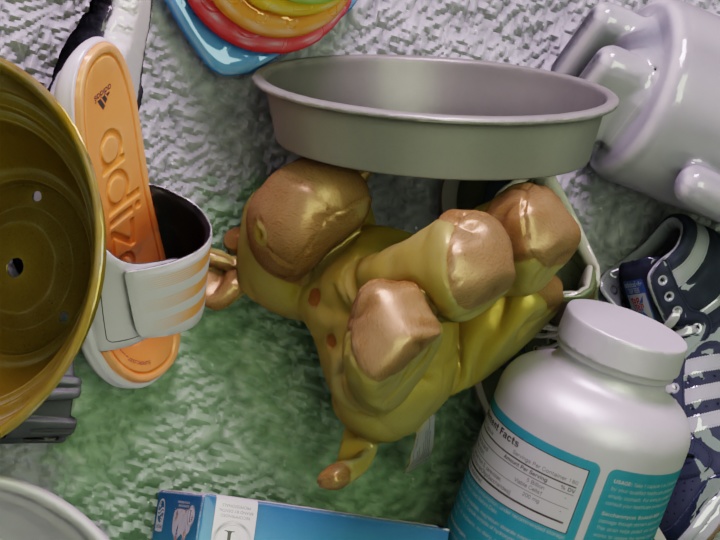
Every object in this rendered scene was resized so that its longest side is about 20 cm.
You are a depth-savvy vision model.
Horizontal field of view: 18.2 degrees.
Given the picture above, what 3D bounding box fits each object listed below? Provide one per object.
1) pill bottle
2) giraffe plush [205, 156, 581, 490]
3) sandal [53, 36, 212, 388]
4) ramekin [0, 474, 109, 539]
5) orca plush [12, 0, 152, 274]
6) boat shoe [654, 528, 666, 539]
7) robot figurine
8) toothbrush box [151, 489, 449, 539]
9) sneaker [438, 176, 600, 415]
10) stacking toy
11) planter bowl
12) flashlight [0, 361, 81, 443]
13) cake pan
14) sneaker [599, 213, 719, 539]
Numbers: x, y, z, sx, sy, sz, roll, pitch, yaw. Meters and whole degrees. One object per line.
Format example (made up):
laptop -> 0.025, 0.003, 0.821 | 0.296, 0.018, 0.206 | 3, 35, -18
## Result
pill bottle -> 0.113, 0.120, 1.234 | 0.111, 0.111, 0.200 | 14, 106, -19
giraffe plush -> 0.000, 0.000, 1.220 | 0.172, 0.200, 0.162 | -27, 66, -38
sandal -> -0.114, -0.021, 1.177 | 0.079, 0.059, 0.207 | -48, 141, -45
ramekin -> -0.213, 0.202, 1.150 | 0.200, 0.105, 0.201 | 1, 86, -21
orca plush -> -0.165, -0.089, 1.208 | 0.071, 0.105, 0.201 | 13, 103, 17
boat shoe -> 0.158, 0.231, 1.305 | 0.060, 0.072, 0.202 | -16, 94, -25
robot figurine -> 0.212, -0.089, 1.328 | 0.200, 0.113, 0.170 | 20, 45, -17
toothbrush box -> -0.044, 0.228, 1.222 | 0.146, 0.085, 0.201 | 9, 82, -21
sneaker -> 0.103, 0.027, 1.290 | 0.067, 0.090, 0.201 | -17, 93, -23
stacking toy -> -0.029, -0.180, 1.197 | 0.116, 0.200, 0.110 | -34, 98, -20
planter bowl -> -0.191, -0.005, 1.117 | 0.083, 0.200, 0.201 | 14, 78, -63
flashlight -> -0.247, 0.054, 1.170 | 0.199, 0.068, 0.068 | 0, 77, -20
cake pan -> 0.040, -0.084, 1.227 | 0.200, 0.200, 0.037 | -1, 105, -21
sneaker -> 0.183, 0.063, 1.327 | 0.108, 0.070, 0.200 | 30, 69, -21
